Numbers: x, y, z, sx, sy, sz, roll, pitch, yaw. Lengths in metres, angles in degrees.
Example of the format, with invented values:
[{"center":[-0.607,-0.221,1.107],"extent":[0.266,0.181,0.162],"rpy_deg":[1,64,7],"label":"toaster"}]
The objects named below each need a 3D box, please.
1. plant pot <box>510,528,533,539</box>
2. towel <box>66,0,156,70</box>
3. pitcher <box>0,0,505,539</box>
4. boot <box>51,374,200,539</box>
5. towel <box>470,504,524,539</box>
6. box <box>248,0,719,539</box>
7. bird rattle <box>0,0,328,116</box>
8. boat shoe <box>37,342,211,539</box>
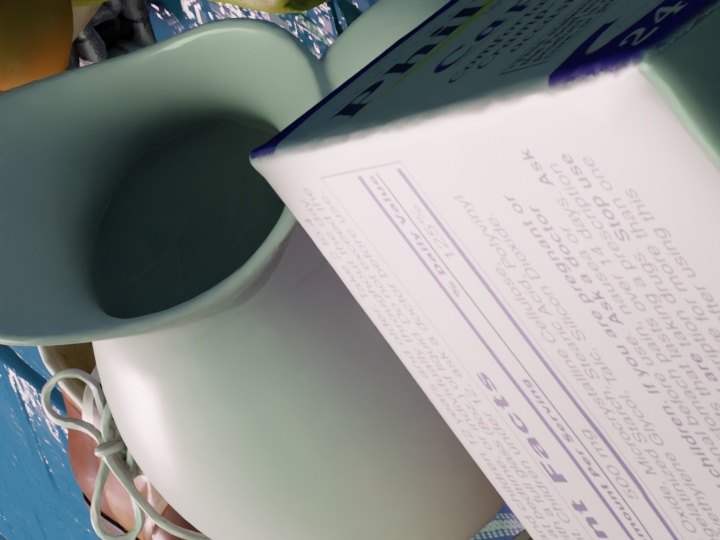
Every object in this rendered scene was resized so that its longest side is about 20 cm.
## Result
[{"center":[0.102,0.161,0.783],"extent":[0.200,0.200,0.135],"rpy_deg":[45,173,12],"label":"plant pot"},{"center":[-0.169,-0.145,0.948],"extent":[0.165,0.086,0.201],"rpy_deg":[26,150,47],"label":"towel"},{"center":[0.000,0.000,0.795],"extent":[0.200,0.171,0.122],"rpy_deg":[48,-160,-57],"label":"pitcher"},{"center":[-0.083,0.034,1.169],"extent":[0.188,0.068,0.201],"rpy_deg":[20,135,62],"label":"boot"},{"center":[0.030,0.047,0.961],"extent":[0.200,0.024,0.145],"rpy_deg":[53,160,-10],"label":"towel"},{"center":[0.098,0.009,0.615],"extent":[0.184,0.105,0.200],"rpy_deg":[54,160,-12],"label":"box"},{"center":[-0.112,-0.067,0.799],"extent":[0.113,0.200,0.163],"rpy_deg":[53,-167,6],"label":"bird rattle"},{"center":[-0.069,0.051,1.014],"extent":[0.202,0.086,0.075],"rpy_deg":[-136,49,-55],"label":"boat shoe"}]
